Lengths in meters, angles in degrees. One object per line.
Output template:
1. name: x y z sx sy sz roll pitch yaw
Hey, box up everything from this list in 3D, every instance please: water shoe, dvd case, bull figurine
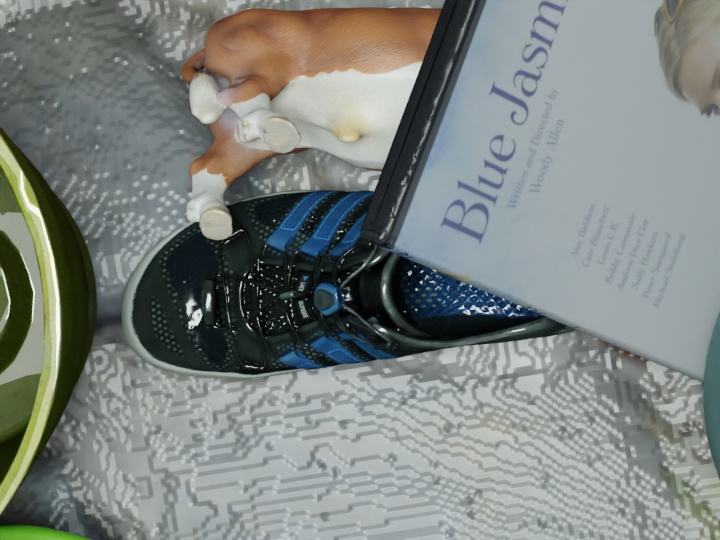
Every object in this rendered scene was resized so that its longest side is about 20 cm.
1. water shoe: 0.000 0.000 0.851 0.199 0.079 0.072 -9 90 8
2. dvd case: 0.099 -0.047 0.795 0.200 0.018 0.143 22 88 -38
3. bull figurine: 0.025 -0.065 0.838 0.199 0.122 0.065 -3 123 15

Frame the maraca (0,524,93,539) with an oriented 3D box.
1. maraca: -0.100 0.180 0.854 0.200 0.107 0.137 32 103 2

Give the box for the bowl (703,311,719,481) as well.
1. bowl: 0.202 0.046 0.796 0.200 0.105 0.202 -1 94 -15

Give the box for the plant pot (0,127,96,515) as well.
1. plant pot: -0.180 0.014 0.818 0.199 0.193 0.201 0 92 8
